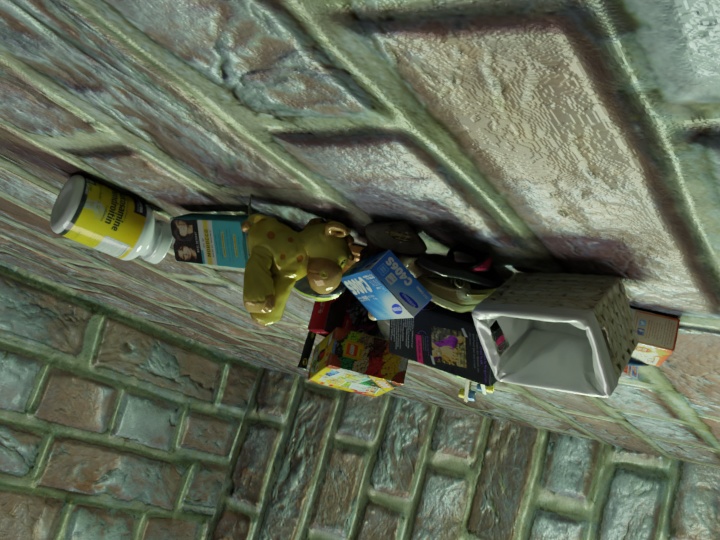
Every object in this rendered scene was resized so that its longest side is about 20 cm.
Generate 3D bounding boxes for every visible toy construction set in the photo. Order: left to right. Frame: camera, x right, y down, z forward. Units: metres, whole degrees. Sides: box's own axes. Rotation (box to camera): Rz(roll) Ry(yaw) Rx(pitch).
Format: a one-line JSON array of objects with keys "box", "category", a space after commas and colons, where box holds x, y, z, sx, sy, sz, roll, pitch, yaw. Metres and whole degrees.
[{"box": [0.227, 0.144, 1.542, 0.092, 0.131, 0.200, 20, 141, 10], "category": "toy construction set"}]

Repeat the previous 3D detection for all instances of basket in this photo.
[{"box": [0.287, 0.086, 1.206, 0.200, 0.123, 0.136, 3, 124, 46], "category": "basket"}]

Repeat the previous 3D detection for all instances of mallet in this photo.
[{"box": [-0.081, 0.107, 1.672, 0.066, 0.200, 0.041, 17, 160, -22], "category": "mallet"}]

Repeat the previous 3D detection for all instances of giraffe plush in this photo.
[{"box": [-0.091, -0.018, 1.290, 0.162, 0.200, 0.173, -1, -172, 3], "category": "giraffe plush"}]

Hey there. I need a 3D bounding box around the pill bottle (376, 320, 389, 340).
[{"box": [0.096, 0.100, 1.615, 0.111, 0.111, 0.200, 12, 167, 19], "category": "pill bottle"}]

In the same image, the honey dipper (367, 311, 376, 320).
[{"box": [0.022, 0.062, 1.541, 0.038, 0.038, 0.200, 18, -169, -6], "category": "honey dipper"}]

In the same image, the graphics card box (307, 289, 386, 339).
[{"box": [-0.008, 0.093, 1.679, 0.051, 0.126, 0.200, -4, 155, 45], "category": "graphics card box"}]

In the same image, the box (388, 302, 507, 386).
[{"box": [0.161, 0.099, 1.398, 0.200, 0.106, 0.122, 16, -153, 31], "category": "box"}]

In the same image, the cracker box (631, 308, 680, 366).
[{"box": [0.400, 0.095, 1.347, 0.200, 0.058, 0.134, 13, 166, 13], "category": "cracker box"}]

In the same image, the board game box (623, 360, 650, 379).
[{"box": [0.402, 0.152, 1.454, 0.158, 0.039, 0.200, 7, -171, -23], "category": "board game box"}]

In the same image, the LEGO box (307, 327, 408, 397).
[{"box": [-0.007, 0.182, 1.617, 0.149, 0.077, 0.200, 15, 161, -10], "category": "LEGO box"}]

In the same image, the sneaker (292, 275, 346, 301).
[{"box": [-0.112, -0.017, 1.405, 0.200, 0.074, 0.081, 28, 153, 14], "category": "sneaker"}]

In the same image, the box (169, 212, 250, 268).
[{"box": [-0.247, -0.053, 1.430, 0.200, 0.082, 0.049, 5, -164, 43], "category": "box"}]

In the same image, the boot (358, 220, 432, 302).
[{"box": [0.088, -0.015, 1.283, 0.186, 0.064, 0.200, 15, 162, -2], "category": "boot"}]

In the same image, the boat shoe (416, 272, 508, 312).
[{"box": [0.161, 0.027, 1.270, 0.200, 0.063, 0.073, 15, -167, -34], "category": "boat shoe"}]

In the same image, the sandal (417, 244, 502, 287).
[{"box": [0.155, -0.012, 1.201, 0.075, 0.045, 0.200, 26, -171, 33], "category": "sandal"}]

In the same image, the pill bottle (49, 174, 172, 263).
[{"box": [-0.447, -0.085, 1.506, 0.200, 0.112, 0.112, 25, 164, -35], "category": "pill bottle"}]

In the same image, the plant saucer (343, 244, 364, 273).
[{"box": [0.000, 0.000, 1.484, 0.200, 0.038, 0.200, 15, 167, 3], "category": "plant saucer"}]

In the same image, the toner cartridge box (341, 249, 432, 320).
[{"box": [0.034, 0.026, 1.251, 0.095, 0.043, 0.200, 46, 167, -6], "category": "toner cartridge box"}]
